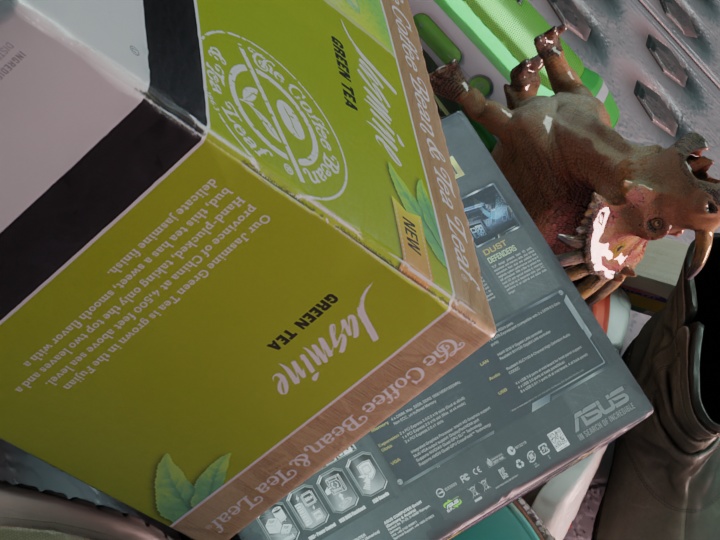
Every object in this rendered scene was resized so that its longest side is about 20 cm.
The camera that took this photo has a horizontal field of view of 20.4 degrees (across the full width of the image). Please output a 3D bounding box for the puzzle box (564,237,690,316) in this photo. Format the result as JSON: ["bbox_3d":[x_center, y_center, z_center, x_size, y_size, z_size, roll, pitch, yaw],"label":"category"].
[{"bbox_3d":[0.204,0.016,1.104,0.199,0.025,0.133,17,-7,1],"label":"puzzle box"}]

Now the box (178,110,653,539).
[{"bbox_3d":[0.001,0.040,0.821,0.200,0.051,0.158,-27,80,-32],"label":"box"}]

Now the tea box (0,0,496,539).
[{"bbox_3d":[-0.081,-0.053,0.646,0.197,0.134,0.200,34,29,-35],"label":"tea box"}]

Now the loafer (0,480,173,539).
[{"bbox_3d":[-0.134,0.100,0.639,0.200,0.075,0.070,26,69,-42],"label":"loafer"}]

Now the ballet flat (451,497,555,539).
[{"bbox_3d":[0.070,0.149,0.892,0.200,0.072,0.072,47,28,-9],"label":"ballet flat"}]

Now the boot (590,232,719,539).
[{"bbox_3d":[0.154,0.092,0.958,0.067,0.131,0.201,4,65,-3],"label":"boot"}]

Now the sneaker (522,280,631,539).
[{"bbox_3d":[0.085,0.065,1.018,0.082,0.077,0.200,20,31,-1],"label":"sneaker"}]

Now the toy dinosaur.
[{"bbox_3d":[0.090,-0.035,0.939,0.136,0.086,0.200,61,-12,7],"label":"toy dinosaur"}]

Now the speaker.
[{"bbox_3d":[0.063,-0.142,1.194,0.200,0.088,0.088,46,28,-10],"label":"speaker"}]

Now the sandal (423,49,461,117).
[{"bbox_3d":[0.036,-0.058,1.090,0.201,0.057,0.080,54,18,-29],"label":"sandal"}]
